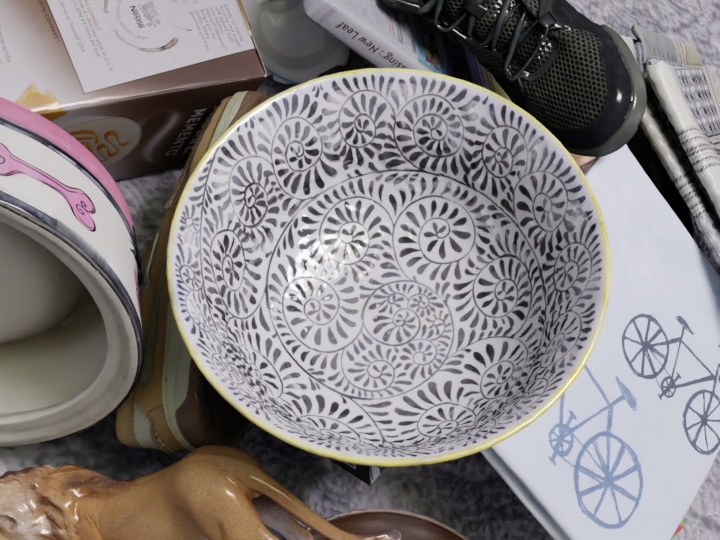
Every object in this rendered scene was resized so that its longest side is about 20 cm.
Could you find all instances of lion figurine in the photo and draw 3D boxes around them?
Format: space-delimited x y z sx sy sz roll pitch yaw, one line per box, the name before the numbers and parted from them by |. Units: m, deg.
lion figurine | -0.091 0.122 0.644 0.123 0.199 0.073 55 24 -21

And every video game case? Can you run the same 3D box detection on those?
video game case | 0.023 -0.190 0.842 0.181 0.022 0.201 28 41 -40

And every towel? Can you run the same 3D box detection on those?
towel | 0.233 -0.065 0.846 0.192 0.034 0.201 -13 73 -61

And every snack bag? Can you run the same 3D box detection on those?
snack bag | 0.140 0.049 0.748 0.189 0.021 0.200 49 63 -19

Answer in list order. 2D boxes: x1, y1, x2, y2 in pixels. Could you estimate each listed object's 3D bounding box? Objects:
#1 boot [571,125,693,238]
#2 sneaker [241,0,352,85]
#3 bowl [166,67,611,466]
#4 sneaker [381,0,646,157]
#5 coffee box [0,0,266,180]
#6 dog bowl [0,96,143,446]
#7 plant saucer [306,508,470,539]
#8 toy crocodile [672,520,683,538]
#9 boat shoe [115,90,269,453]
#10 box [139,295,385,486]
boot | 0.188 -0.041 0.879 0.199 0.072 0.167 -10 70 -50
sneaker | -0.070 -0.204 0.820 0.075 0.087 0.201 -31 83 -10
bowl | 0.012 0.013 0.638 0.198 0.094 0.203 0 62 0
sneaker | 0.075 -0.141 0.757 0.114 0.076 0.200 11 38 -44
coffee box | -0.165 -0.098 0.721 0.199 0.114 0.080 -15 76 -30
dog bowl | -0.193 -0.003 0.629 0.199 0.200 0.074 22 48 -17
plant saucer | 0.012 0.232 0.725 0.198 0.032 0.202 10 65 -23
toy crocodile | 0.190 0.193 0.812 0.067 0.062 0.201 -29 85 -32
boat shoe | -0.088 -0.004 0.690 0.072 0.076 0.202 49 42 -46
box | 0.000 0.000 0.759 0.157 0.050 0.200 30 57 21
